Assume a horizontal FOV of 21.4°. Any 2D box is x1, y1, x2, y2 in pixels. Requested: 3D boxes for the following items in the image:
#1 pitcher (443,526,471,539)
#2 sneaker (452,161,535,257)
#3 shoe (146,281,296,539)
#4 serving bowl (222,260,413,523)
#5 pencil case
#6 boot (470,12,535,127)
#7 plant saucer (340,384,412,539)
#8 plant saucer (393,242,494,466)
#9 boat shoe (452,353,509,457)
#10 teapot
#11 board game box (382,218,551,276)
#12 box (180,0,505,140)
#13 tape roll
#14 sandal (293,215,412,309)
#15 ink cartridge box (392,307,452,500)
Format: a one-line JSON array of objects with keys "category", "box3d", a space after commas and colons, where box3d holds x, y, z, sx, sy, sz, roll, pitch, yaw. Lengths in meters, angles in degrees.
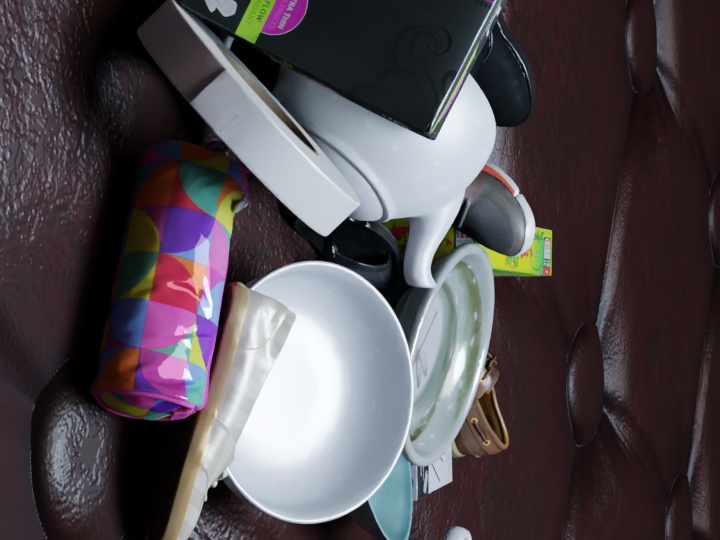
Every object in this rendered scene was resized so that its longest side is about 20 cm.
[{"category": "pitcher", "box3d": [0.063, 0.319, 1.736, 0.200, 0.120, 0.173, 24, 70, -73]}, {"category": "sneaker", "box3d": [0.061, -0.070, 1.682, 0.082, 0.200, 0.077, -39, 161, -44]}, {"category": "shoe", "box3d": [-0.101, 0.110, 1.369, 0.201, 0.053, 0.070, -70, -160, 4]}, {"category": "serving bowl", "box3d": [-0.053, 0.094, 1.490, 0.199, 0.066, 0.202, 2, 87, -38]}, {"category": "pencil case", "box3d": [-0.130, 0.006, 1.337, 0.088, 0.088, 0.202, 42, 56, -59]}, {"category": "boot", "box3d": [0.101, -0.196, 1.858, 0.199, 0.073, 0.163, 68, 30, -26]}, {"category": "plant saucer", "box3d": [0.001, 0.142, 1.647, 0.200, 0.036, 0.202, -11, 90, -76]}, {"category": "plant saucer", "box3d": [0.059, 0.069, 1.680, 0.200, 0.050, 0.201, -48, 146, -49]}, {"category": "boat shoe", "box3d": [0.104, 0.095, 1.877, 0.072, 0.067, 0.201, -53, 137, -52]}, {"category": "teapot", "box3d": [-0.002, -0.111, 1.514, 0.146, 0.199, 0.198, -48, 154, -15]}, {"category": "board game box", "box3d": [0.104, -0.022, 1.834, 0.200, 0.101, 0.048, 6, 84, -65]}, {"category": "box", "box3d": [-0.002, -0.203, 1.371, 0.149, 0.199, 0.124, -62, 178, 4]}, {"category": "tape roll", "box3d": [-0.079, -0.109, 1.353, 0.037, 0.203, 0.203, -42, 149, 4]}, {"category": "sandal", "box3d": [0.001, 0.000, 1.639, 0.201, 0.075, 0.048, 49, 44, -56]}, {"category": "ink cartridge box", "box3d": [0.049, 0.106, 1.785, 0.094, 0.044, 0.202, -13, 103, -66]}]
